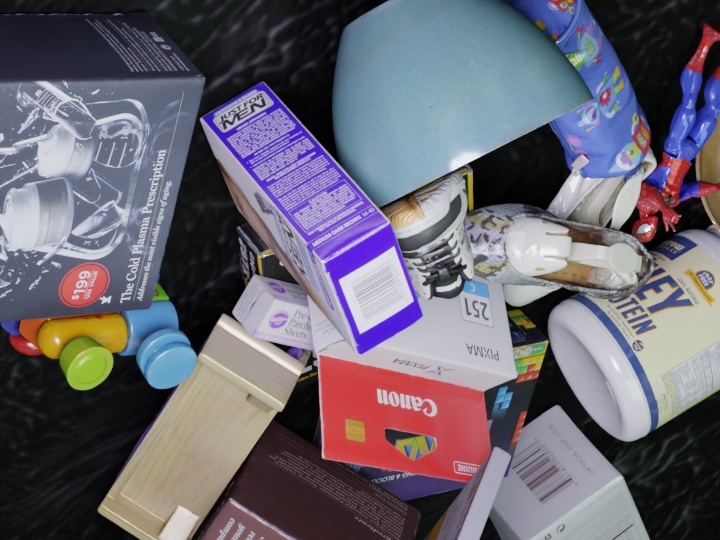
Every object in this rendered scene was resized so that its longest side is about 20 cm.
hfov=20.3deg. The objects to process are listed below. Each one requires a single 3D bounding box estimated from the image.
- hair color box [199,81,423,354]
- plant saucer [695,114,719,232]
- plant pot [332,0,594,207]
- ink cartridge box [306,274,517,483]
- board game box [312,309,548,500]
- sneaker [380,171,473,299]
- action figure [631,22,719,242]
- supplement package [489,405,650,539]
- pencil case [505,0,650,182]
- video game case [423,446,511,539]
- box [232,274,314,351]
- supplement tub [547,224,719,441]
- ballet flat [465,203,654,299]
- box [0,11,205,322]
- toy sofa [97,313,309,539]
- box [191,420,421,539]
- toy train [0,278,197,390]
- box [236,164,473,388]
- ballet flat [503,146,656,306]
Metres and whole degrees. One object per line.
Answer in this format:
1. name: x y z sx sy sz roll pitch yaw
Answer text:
1. hair color box: -0.038 -0.041 1.508 0.065 0.200 0.109 -30 137 -9
2. plant saucer: 0.400 -0.089 1.826 0.200 0.200 0.035 -34 172 -8
3. plant pot: 0.058 -0.144 1.523 0.200 0.200 0.135 -27 92 -15
4. ink cartridge box: 0.046 0.074 1.623 0.200 0.176 0.045 14 150 -42
5. board game box: 0.059 0.129 1.827 0.200 0.057 0.165 -9 128 -30
6. sneaker: 0.060 -0.021 1.536 0.076 0.088 0.200 -25 180 3
7. action figure: 0.298 -0.105 1.760 0.065 0.099 0.200 13 110 -34
8. supplement package: 0.205 0.252 1.988 0.117 0.117 0.200 -35 138 -7
9. pencil case: 0.175 -0.153 1.660 0.087 0.078 0.200 -56 140 -17
10. video game case: 0.052 0.248 1.619 0.017 0.143 0.200 31 128 -2
11. box: -0.014 0.047 1.647 0.200 0.039 0.041 16 113 -43
12. supplement tub: 0.291 0.051 1.864 0.200 0.145 0.145 -30 136 -13
13. ballet flat: 0.169 -0.018 1.693 0.200 0.072 0.072 10 118 -33
14. box: -0.229 -0.072 1.417 0.182 0.104 0.200 -5 126 -32
15. toy sofa: -0.128 0.131 1.654 0.083 0.098 0.200 32 120 -4
16. box: -0.065 0.259 1.696 0.164 0.200 0.166 33 106 -2
17. toy train: -0.228 0.047 1.506 0.200 0.116 0.085 -5 126 -33
18. box: 0.000 0.000 1.684 0.200 0.049 0.160 -22 136 -20
19. ballet flat: 0.194 -0.039 1.779 0.069 0.069 0.200 15 115 -42
